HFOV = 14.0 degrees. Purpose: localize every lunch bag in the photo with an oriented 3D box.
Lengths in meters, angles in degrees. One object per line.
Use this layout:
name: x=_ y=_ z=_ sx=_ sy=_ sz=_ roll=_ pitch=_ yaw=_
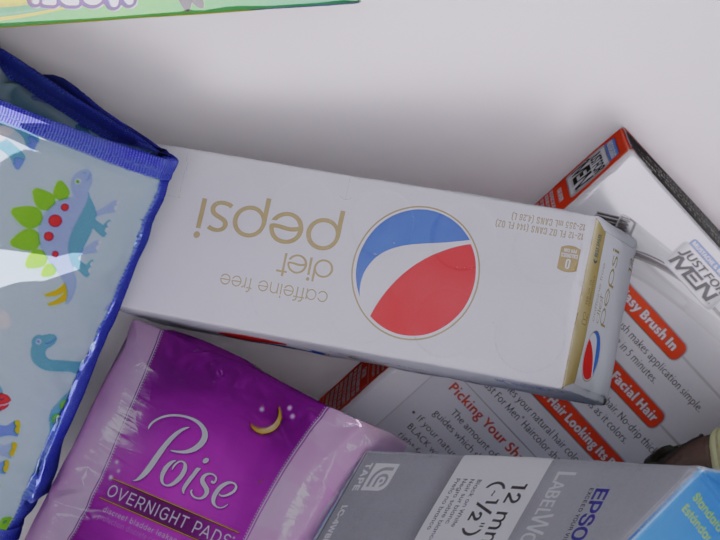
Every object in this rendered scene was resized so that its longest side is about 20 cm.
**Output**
lunch bag: x=-0.185 y=-0.010 z=1.128 sx=0.200 sy=0.127 sz=0.170 roll=26 pitch=103 yaw=13

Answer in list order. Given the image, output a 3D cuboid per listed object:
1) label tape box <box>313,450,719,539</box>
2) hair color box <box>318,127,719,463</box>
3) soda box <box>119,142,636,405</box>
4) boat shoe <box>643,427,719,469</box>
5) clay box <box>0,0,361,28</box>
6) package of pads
label tape box: x=0.094 y=0.134 z=1.031 sx=0.143 sy=0.200 sz=0.066 roll=51 pitch=59 yaw=-31
hair color box: x=0.070 y=0.052 z=1.184 sx=0.200 sy=0.064 sz=0.111 roll=-42 pitch=98 yaw=10
soda box: x=0.000 y=0.000 z=1.128 sx=0.199 sy=0.064 sz=0.068 roll=10 pitch=85 yaw=20
boat shoe: x=0.137 y=0.096 z=1.138 sx=0.065 sy=0.200 sz=0.073 roll=-9 pitch=71 yaw=10
clay box: x=-0.100 y=-0.123 z=1.116 sx=0.199 sy=0.115 sz=0.048 roll=-5 pitch=103 yaw=2
package of pads: x=-0.072 y=0.130 z=1.112 sx=0.120 sy=0.076 sz=0.200 roll=21 pitch=78 yaw=27
